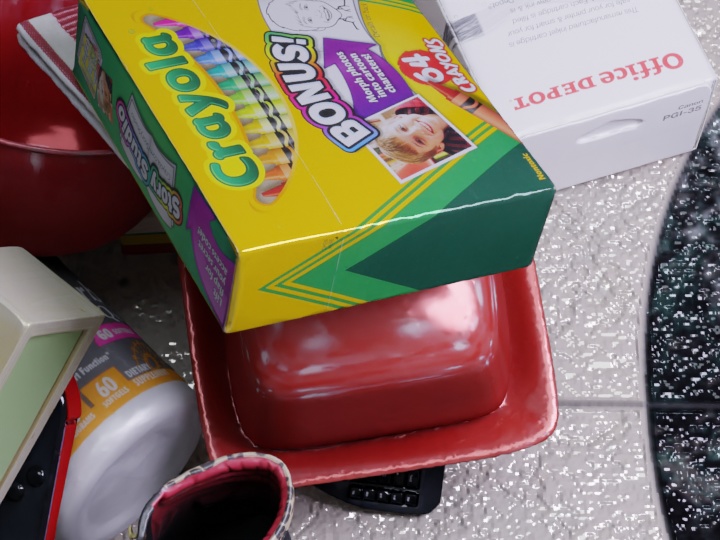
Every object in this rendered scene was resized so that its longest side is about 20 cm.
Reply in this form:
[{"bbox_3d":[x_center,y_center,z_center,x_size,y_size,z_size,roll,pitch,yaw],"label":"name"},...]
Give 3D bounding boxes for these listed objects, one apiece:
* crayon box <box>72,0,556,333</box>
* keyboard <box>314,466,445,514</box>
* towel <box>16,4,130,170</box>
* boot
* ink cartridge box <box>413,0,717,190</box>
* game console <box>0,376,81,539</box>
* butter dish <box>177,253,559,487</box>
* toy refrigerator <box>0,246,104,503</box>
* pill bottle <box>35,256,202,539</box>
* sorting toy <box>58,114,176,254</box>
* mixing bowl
[{"bbox_3d":[-0.028,-0.071,1.082,0.171,0.059,0.201,-11,47,-27],"label":"crayon box"},{"bbox_3d":[0.007,0.035,1.246,0.103,0.040,0.202,6,84,1],"label":"keyboard"},{"bbox_3d":[-0.068,-0.111,1.180,0.199,0.023,0.144,-18,48,-33],"label":"towel"},{"bbox_3d":[-0.110,0.179,1.137,0.199,0.151,0.073,-34,73,-19],"label":"boot"},{"bbox_3d":[0.116,-0.155,1.376,0.145,0.083,0.201,-16,61,-11],"label":"ink cartridge box"},{"bbox_3d":[-0.248,0.111,1.171,0.198,0.031,0.179,14,92,24],"label":"game console"},{"bbox_3d":[0.000,0.000,1.162,0.197,0.148,0.202,-9,73,-2],"label":"butter dish"},{"bbox_3d":[-0.212,0.091,1.102,0.070,0.076,0.201,36,105,18],"label":"toy refrigerator"},{"bbox_3d":[-0.192,0.053,1.229,0.200,0.117,0.116,41,67,19],"label":"pill bottle"},{"bbox_3d":[-0.084,-0.103,1.348,0.198,0.070,0.200,-3,60,-3],"label":"sorting toy"},{"bbox_3d":[-0.177,-0.079,1.212,0.198,0.109,0.201,9,35,-7],"label":"mixing bowl"}]
